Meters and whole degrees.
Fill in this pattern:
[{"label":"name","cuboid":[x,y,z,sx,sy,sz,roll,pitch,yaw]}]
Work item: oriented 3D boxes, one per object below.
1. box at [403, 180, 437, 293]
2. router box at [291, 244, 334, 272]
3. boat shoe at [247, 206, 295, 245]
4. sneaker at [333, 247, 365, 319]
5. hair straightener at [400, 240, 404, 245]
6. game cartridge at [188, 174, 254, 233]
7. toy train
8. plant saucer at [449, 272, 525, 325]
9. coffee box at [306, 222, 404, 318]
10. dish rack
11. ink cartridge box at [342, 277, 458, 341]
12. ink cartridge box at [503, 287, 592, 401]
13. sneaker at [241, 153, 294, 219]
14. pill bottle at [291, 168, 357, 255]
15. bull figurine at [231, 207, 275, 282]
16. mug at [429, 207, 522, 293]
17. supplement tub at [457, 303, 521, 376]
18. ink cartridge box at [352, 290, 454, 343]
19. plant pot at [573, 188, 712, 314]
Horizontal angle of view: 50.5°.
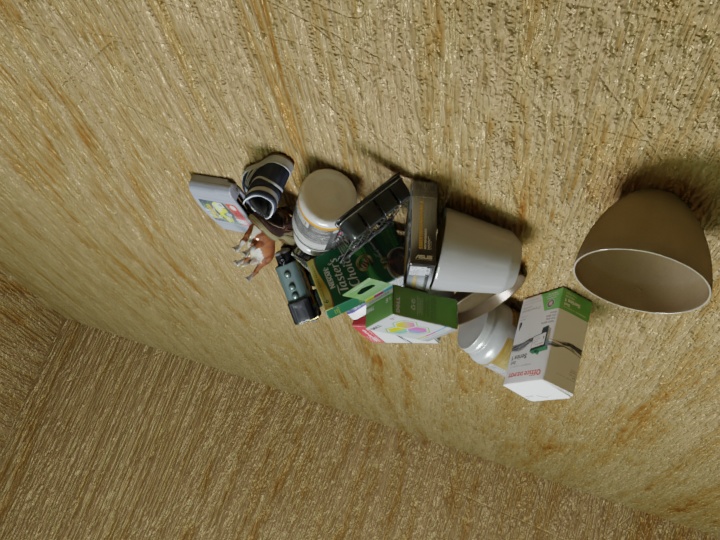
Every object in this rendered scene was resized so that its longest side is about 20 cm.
[{"label":"box","cuboid":[0.107,-0.046,1.406,0.047,0.163,0.201,2,159,0]},{"label":"router box","cuboid":[-0.052,0.014,1.778,0.148,0.063,0.200,28,167,44]},{"label":"boat shoe","cuboid":[-0.170,-0.105,1.602,0.072,0.073,0.199,40,-173,20]},{"label":"sneaker","cuboid":[0.003,0.003,1.596,0.198,0.081,0.147,-34,101,34]},{"label":"hair straightener","cuboid":[0.073,-0.036,1.600,0.196,0.041,0.078,-4,132,37]},{"label":"game cartridge","cuboid":[-0.304,-0.146,1.739,0.130,0.042,0.201,15,159,26]},{"label":"toy train","cuboid":[-0.148,0.033,1.821,0.083,0.205,0.114,-17,-172,11]},{"label":"plant saucer","cuboid":[0.244,0.054,1.555,0.030,0.196,0.201,61,170,20]},{"label":"coffee box","cuboid":[0.000,0.000,1.537,0.196,0.125,0.044,-23,154,0]},{"label":"dish rack","cuboid":[0.014,-0.087,1.413,0.055,0.152,0.200,51,163,5]},{"label":"ink cartridge box","cuboid":[0.073,0.077,1.414,0.196,0.061,0.103,14,155,-27]},{"label":"ink cartridge box","cuboid":[0.385,0.155,1.577,0.083,0.204,0.146,25,158,-17]},{"label":"sneaker","cuboid":[-0.204,-0.153,1.517,0.069,0.111,0.199,29,158,-21]},{"label":"pill bottle","cuboid":[-0.076,-0.107,1.500,0.114,0.119,0.200,22,160,-4]},{"label":"bull figurine","cuboid":[-0.232,-0.065,1.714,0.065,0.121,0.202,36,154,20]},{"label":"mug","cuboid":[0.215,-0.037,1.416,0.149,0.188,0.152,11,125,0]},{"label":"supplement tub","cuboid":[0.330,0.161,1.723,0.197,0.147,0.144,27,158,-16]},{"label":"ink cartridge box","cuboid":[0.095,0.074,1.650,0.197,0.147,0.083,-5,146,45]},{"label":"plant pot","cuboid":[0.433,-0.041,1.149,0.195,0.137,0.201,19,159,7]}]
